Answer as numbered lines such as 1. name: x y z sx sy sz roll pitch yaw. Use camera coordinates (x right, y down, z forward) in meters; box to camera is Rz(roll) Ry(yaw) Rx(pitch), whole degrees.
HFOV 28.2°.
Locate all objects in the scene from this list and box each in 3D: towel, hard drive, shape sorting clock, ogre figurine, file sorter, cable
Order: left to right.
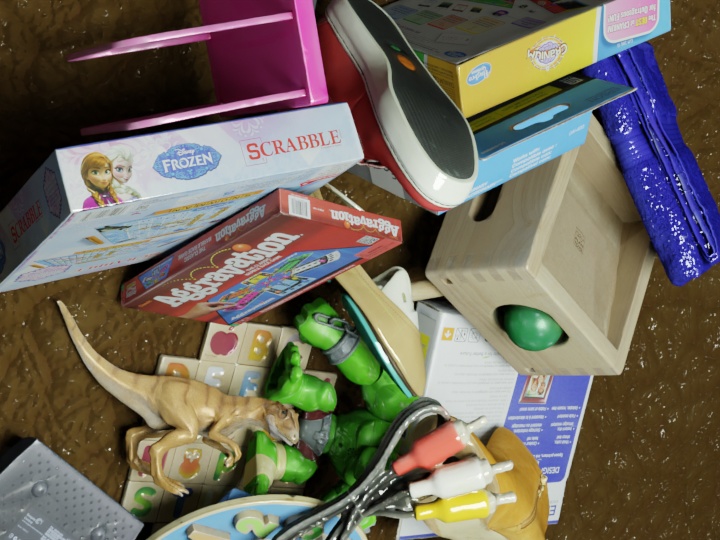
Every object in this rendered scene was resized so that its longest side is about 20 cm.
1. hard drive: -0.263 0.224 1.026 0.201 0.042 0.135 -50 127 -9
2. file sorter: -0.120 -0.190 0.882 0.124 0.138 0.203 -14 99 -28
3. shape sorting clock: -0.089 0.239 1.109 0.197 0.040 0.202 -6 134 -7
4. ogre figurine: -0.023 0.130 1.125 0.118 0.098 0.203 14 84 -20
5. cable: 0.013 0.164 1.042 0.198 0.050 0.098 -25 103 -9
6. towel: 0.250 -0.093 1.171 0.147 0.049 0.202 -18 85 -63

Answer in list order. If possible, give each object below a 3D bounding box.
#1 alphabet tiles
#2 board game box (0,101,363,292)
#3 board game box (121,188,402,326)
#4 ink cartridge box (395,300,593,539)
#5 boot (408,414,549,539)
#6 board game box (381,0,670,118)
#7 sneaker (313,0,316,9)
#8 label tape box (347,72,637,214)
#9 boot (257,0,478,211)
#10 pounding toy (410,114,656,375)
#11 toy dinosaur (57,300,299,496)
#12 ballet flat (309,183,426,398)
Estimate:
1. alphabet tiles: -0.102 0.137 1.130 0.165 0.006 0.203 9 101 -37
2. board game box: -0.128 -0.045 0.929 0.198 0.199 0.042 -13 82 -31
3. board game box: -0.073 -0.004 0.992 0.102 0.199 0.020 13 64 -36
4. ink cartridge box: 0.115 0.128 1.258 0.196 0.047 0.203 3 107 -37
5. boot: 0.101 0.166 1.168 0.203 0.070 0.145 65 24 -23
6. board game box: 0.107 -0.182 1.066 0.198 0.153 0.041 -25 121 -25
7. sneaker: -0.070 -0.253 0.984 0.081 0.072 0.203 -1 111 -6
8. label tape box: 0.087 -0.102 1.050 0.143 0.199 0.064 -26 121 -24
9. boot: -0.005 -0.077 0.974 0.072 0.201 0.145 17 122 -39
10. pounding toy: 0.123 -0.011 1.152 0.184 0.141 0.202 44 56 -38
11. toy dinosaur: -0.145 0.100 1.055 0.198 0.060 0.108 19 92 -14
12. ballet flat: 0.000 0.000 1.056 0.063 0.069 0.201 -38 90 -4
